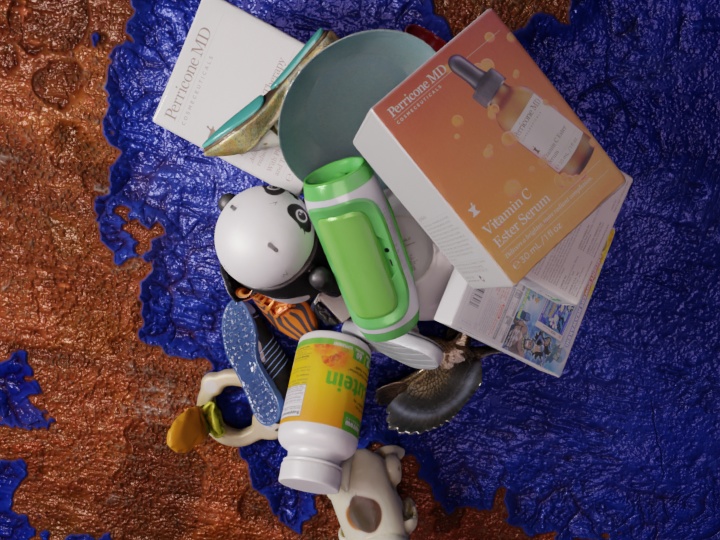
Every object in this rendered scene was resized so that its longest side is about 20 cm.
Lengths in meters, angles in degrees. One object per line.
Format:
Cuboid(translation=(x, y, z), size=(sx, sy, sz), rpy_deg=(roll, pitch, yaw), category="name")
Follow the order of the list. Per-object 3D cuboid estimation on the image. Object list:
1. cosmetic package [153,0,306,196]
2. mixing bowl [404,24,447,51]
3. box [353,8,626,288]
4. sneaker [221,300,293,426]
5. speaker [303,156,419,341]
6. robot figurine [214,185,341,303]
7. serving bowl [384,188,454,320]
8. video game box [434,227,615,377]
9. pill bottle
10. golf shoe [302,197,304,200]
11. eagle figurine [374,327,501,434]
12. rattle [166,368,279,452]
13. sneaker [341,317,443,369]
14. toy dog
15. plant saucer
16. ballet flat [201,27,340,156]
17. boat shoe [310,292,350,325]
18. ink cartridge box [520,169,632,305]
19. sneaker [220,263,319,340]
Cuboid(translation=(-0.124, -0.219, 0.755), size=(0.199, 0.166, 0.168), rpy_deg=(27, 102, -4), category="cosmetic package")
Cuboid(translation=(0.100, -0.207, 0.758), size=(0.200, 0.201, 0.108), rpy_deg=(41, 124, -8), category="mixing bowl")
Cuboid(translation=(0.116, -0.106, 0.552), size=(0.152, 0.106, 0.200), rpy_deg=(-42, 95, -8), category="box")
Cuboid(translation=(-0.147, 0.137, 0.878), size=(0.070, 0.078, 0.201), rpy_deg=(-31, 71, 24), category="sneaker")
Cuboid(translation=(0.005, -0.021, 0.653), size=(0.088, 0.089, 0.201), rpy_deg=(-19, 115, 5), category="speaker")
Cuboid(translation=(-0.096, -0.029, 0.712), size=(0.149, 0.200, 0.126), rpy_deg=(-3, 77, 12), category="robot figurine")
Cuboid(translation=(0.066, -0.029, 0.733), size=(0.198, 0.066, 0.202), rpy_deg=(5, 101, 28), category="serving bowl")
Cuboid(translation=(0.202, 0.002, 0.693), size=(0.181, 0.047, 0.201), rpy_deg=(26, 84, -23), category="video game box")
Cuboid(translation=(-0.052, 0.196, 0.801), size=(0.110, 0.111, 0.202), rpy_deg=(11, 60, -2), category="pill bottle")
Cuboid(translation=(-0.027, -0.080, 0.839), size=(0.199, 0.078, 0.095), rpy_deg=(-28, 112, 13), category="golf shoe")
Cuboid(translation=(0.113, 0.142, 0.850), size=(0.150, 0.151, 0.201), rpy_deg=(23, 86, 38), category="eagle figurine")
Cuboid(translation=(-0.164, 0.225, 0.873), size=(0.198, 0.143, 0.131), rpy_deg=(15, 83, 4), category="rattle")
Cuboid(translation=(0.047, 0.081, 0.812), size=(0.073, 0.199, 0.071), rpy_deg=(45, 71, -33), category="sneaker")
Cuboid(translation=(0.026, 0.369, 0.847), size=(0.138, 0.194, 0.201), rpy_deg=(-15, 64, -3), category="toy dog")
Cuboid(translation=(0.003, -0.173, 0.636), size=(0.199, 0.039, 0.202), rpy_deg=(-14, 139, -13), category="plant saucer")
Cuboid(translation=(-0.090, -0.180, 0.648), size=(0.200, 0.071, 0.071), rpy_deg=(-41, 99, 9), category="ballet flat")
Cuboid(translation=(0.000, 0.000, 0.858), size=(0.075, 0.093, 0.200), rpy_deg=(47, 71, -4), category="boat shoe")
Cuboid(translation=(0.182, -0.077, 0.639), size=(0.199, 0.050, 0.162), rpy_deg=(28, 83, -5), category="ink cartridge box")
Cuboid(translation=(-0.140, 0.038, 0.839), size=(0.077, 0.112, 0.200), rpy_deg=(-41, 99, 10), category="sneaker")
